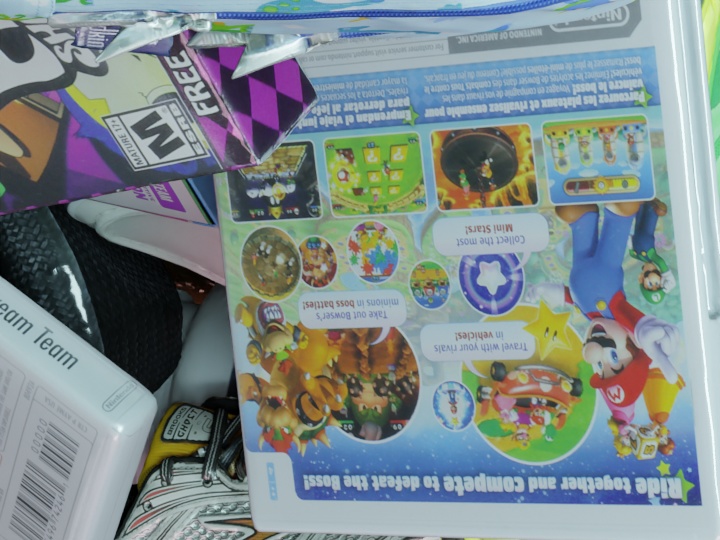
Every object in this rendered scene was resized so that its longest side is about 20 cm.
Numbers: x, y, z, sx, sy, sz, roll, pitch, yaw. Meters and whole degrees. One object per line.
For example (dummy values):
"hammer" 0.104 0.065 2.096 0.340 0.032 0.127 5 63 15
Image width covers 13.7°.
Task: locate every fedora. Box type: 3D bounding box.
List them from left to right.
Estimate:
"fedora" -0.129 0.005 0.998 0.200 0.201 0.092 -9 -170 46

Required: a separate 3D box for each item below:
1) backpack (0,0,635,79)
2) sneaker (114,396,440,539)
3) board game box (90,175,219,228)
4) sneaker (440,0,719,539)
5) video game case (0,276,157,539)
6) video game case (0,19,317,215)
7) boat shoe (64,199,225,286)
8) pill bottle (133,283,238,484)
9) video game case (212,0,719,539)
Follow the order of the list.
"backpack" -0.011 -0.117 0.600 0.200 0.164 0.154 -2 163 5
"sneaker" -0.031 0.079 0.976 0.200 0.078 0.082 -24 103 29
"board game box" -0.141 -0.084 0.851 0.200 0.040 0.153 13 155 24
"sneaker" 0.071 -0.006 0.770 0.074 0.200 0.083 25 -161 35
"video game case" -0.156 0.049 0.935 0.182 0.024 0.200 37 141 13
"video game case" -0.129 -0.101 0.732 0.181 0.036 0.200 -8 122 40
"boat shoe" 0.000 0.000 0.939 0.200 0.066 0.072 12 158 -26
"pill bottle" -0.003 0.057 1.066 0.200 0.111 0.111 9 158 16
"video game case" 0.022 -0.034 0.736 0.143 0.200 0.018 -2 -173 36
